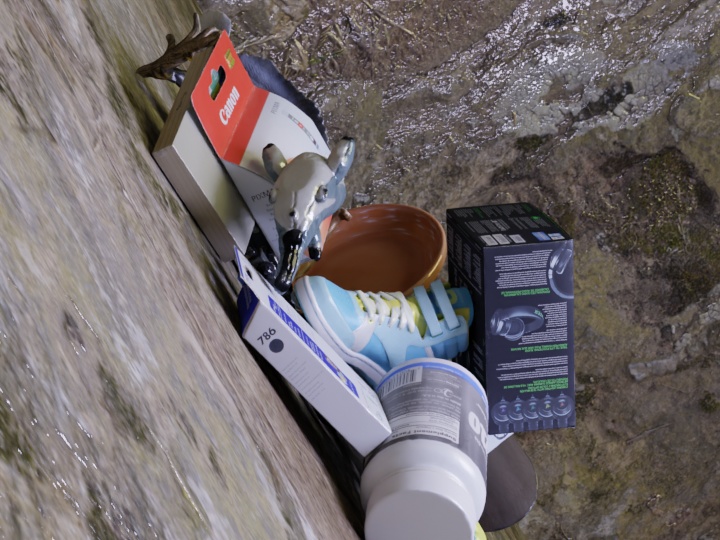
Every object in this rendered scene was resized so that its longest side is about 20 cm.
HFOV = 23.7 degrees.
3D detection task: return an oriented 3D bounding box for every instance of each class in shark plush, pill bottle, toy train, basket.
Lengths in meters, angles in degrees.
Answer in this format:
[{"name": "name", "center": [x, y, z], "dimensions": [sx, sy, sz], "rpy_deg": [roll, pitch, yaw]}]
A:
[{"name": "shark plush", "center": [-0.040, -0.048, 1.586], "dimensions": [0.201, 0.090, 0.084], "rpy_deg": [-93, 171, -55]}, {"name": "pill bottle", "center": [0.058, 0.176, 1.543], "dimensions": [0.114, 0.113, 0.200], "rpy_deg": [58, 19, -23]}, {"name": "toy train", "center": [-0.061, 0.066, 1.607], "dimensions": [0.201, 0.046, 0.034], "rpy_deg": [60, 10, -16]}, {"name": "basket", "center": [0.111, 0.202, 2.065], "dimensions": [0.180, 0.136, 0.200], "rpy_deg": [28, -21, 35]}]

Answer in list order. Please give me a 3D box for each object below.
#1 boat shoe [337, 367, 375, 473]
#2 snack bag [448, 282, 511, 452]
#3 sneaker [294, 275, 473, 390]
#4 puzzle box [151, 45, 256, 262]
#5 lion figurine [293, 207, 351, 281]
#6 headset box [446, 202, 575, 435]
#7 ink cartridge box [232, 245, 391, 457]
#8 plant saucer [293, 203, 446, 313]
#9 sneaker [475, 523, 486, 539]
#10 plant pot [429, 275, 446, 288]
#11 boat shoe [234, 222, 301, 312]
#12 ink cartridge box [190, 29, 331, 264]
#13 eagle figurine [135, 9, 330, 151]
[{"name": "boat shoe", "center": [-0.013, 0.131, 1.690], "dimensions": [0.070, 0.071, 0.201], "rpy_deg": [13, 44, -51]}, {"name": "snack bag", "center": [0.111, 0.103, 1.824], "dimensions": [0.021, 0.199, 0.190], "rpy_deg": [-8, -75, 45]}, {"name": "sneaker", "center": [0.031, 0.036, 1.627], "dimensions": [0.200, 0.130, 0.080], "rpy_deg": [41, 22, -50]}, {"name": "puzzle box", "center": [-0.137, -0.115, 1.665], "dimensions": [0.134, 0.025, 0.201], "rpy_deg": [58, 24, -26]}, {"name": "lion figurine", "center": [-0.088, -0.045, 1.890], "dimensions": [0.073, 0.122, 0.200], "rpy_deg": [48, -8, -21]}, {"name": "headset box", "center": [0.147, 0.051, 1.695], "dimensions": [0.174, 0.092, 0.202], "rpy_deg": [-123, -151, -74]}, {"name": "ink cartridge box", "center": [-0.055, 0.071, 1.513], "dimensions": [0.200, 0.039, 0.100], "rpy_deg": [48, 6, -16]}, {"name": "plant saucer", "center": [0.000, 0.000, 1.867], "dimensions": [0.201, 0.199, 0.038], "rpy_deg": [-117, -174, -56]}, {"name": "sneaker", "center": [0.128, 0.350, 1.890], "dimensions": [0.200, 0.076, 0.105], "rpy_deg": [52, 16, -6]}, {"name": "plant pot", "center": [0.029, 0.062, 1.953], "dimensions": [0.198, 0.200, 0.201], "rpy_deg": [50, -4, 45]}, {"name": "boat shoe", "center": [-0.102, -0.034, 1.740], "dimensions": [0.201, 0.062, 0.075], "rpy_deg": [61, 4, 34]}, {"name": "ink cartridge box", "center": [-0.087, -0.128, 1.694], "dimensions": [0.163, 0.050, 0.201], "rpy_deg": [-75, 143, -57]}, {"name": "eagle figurine", "center": [-0.142, -0.165, 1.832], "dimensions": [0.200, 0.151, 0.152], "rpy_deg": [46, -2, -29]}]
